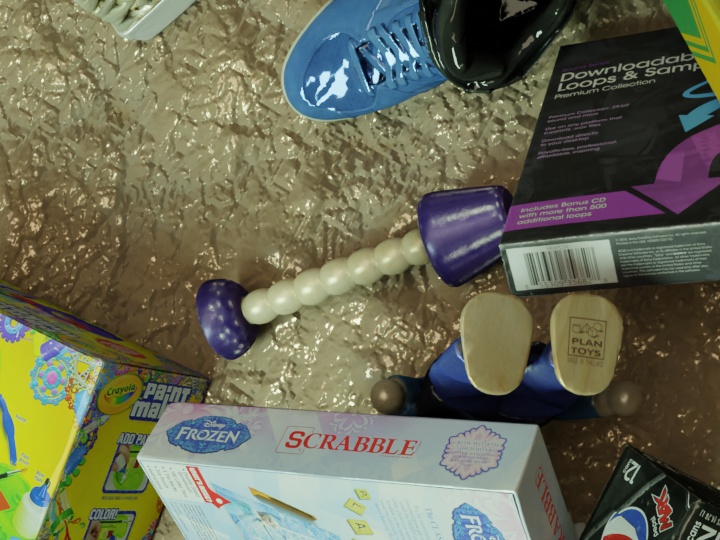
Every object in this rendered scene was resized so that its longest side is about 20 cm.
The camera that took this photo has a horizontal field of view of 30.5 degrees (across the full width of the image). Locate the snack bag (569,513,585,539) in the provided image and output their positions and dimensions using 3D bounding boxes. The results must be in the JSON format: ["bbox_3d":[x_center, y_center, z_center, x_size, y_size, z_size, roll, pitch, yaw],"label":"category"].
[{"bbox_3d":[0.068,0.258,0.718,0.199,0.021,0.190,-29,70,21],"label":"snack bag"}]

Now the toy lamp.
[{"bbox_3d":[0.000,0.000,0.775,0.198,0.058,0.059,-20,73,24],"label":"toy lamp"}]

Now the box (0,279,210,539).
[{"bbox_3d":[-0.233,0.116,0.826,0.198,0.122,0.195,22,91,27],"label":"box"}]

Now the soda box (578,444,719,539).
[{"bbox_3d":[0.195,0.152,0.584,0.198,0.071,0.064,26,94,-18],"label":"soda box"}]

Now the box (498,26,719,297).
[{"bbox_3d":[0.155,-0.064,0.650,0.141,0.201,0.036,-6,123,22],"label":"box"}]

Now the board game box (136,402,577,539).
[{"bbox_3d":[0.015,0.152,0.651,0.197,0.201,0.041,1,42,28],"label":"board game box"}]

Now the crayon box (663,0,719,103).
[{"bbox_3d":[0.218,-0.133,0.626,0.125,0.051,0.201,-14,41,5],"label":"crayon box"}]

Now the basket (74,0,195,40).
[{"bbox_3d":[-0.172,-0.276,0.862,0.135,0.123,0.201,-37,69,16],"label":"basket"}]

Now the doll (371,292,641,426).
[{"bbox_3d":[0.074,0.057,0.652,0.135,0.200,0.049,2,76,-5],"label":"doll"}]

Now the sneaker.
[{"bbox_3d":[0.034,-0.132,0.741,0.198,0.111,0.077,-21,108,17],"label":"sneaker"}]
